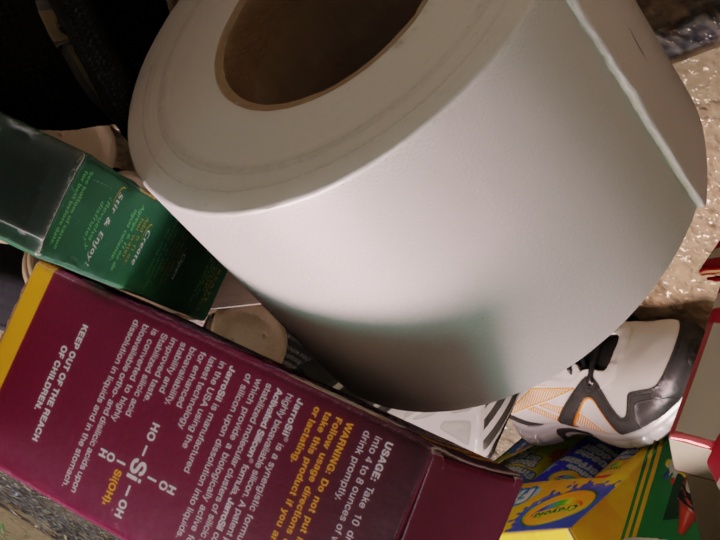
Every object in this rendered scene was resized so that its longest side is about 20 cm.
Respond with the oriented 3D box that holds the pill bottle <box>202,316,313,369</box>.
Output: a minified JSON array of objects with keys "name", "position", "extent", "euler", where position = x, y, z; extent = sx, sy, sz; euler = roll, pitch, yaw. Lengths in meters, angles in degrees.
[{"name":"pill bottle","position":[-0.057,0.065,0.915],"extent":[0.105,0.201,0.106],"euler":[21,154,11]}]

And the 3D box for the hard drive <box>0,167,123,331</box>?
[{"name":"hard drive","position":[-0.168,-0.015,0.909],"extent":[0.134,0.200,0.043],"euler":[15,116,24]}]

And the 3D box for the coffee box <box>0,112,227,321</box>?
[{"name":"coffee box","position":[-0.135,-0.032,0.605],"extent":[0.122,0.044,0.200],"euler":[25,177,15]}]

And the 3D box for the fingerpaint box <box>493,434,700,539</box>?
[{"name":"fingerpaint box","position":[0.140,0.151,0.920],"extent":[0.074,0.166,0.200],"euler":[59,149,-5]}]

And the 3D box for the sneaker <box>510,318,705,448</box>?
[{"name":"sneaker","position":[0.132,0.062,0.880],"extent":[0.080,0.074,0.200],"euler":[37,153,-18]}]

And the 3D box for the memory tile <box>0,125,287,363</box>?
[{"name":"memory tile","position":[-0.117,-0.014,0.834],"extent":[0.200,0.153,0.017],"euler":[49,147,-7]}]

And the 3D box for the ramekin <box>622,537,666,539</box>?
[{"name":"ramekin","position":[0.194,0.192,0.617],"extent":[0.199,0.099,0.201],"euler":[18,167,4]}]

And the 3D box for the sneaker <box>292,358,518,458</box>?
[{"name":"sneaker","position":[0.017,0.098,0.844],"extent":[0.076,0.200,0.116],"euler":[40,160,57]}]

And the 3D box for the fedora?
[{"name":"fedora","position":[-0.152,-0.129,0.647],"extent":[0.091,0.202,0.201],"euler":[-17,143,8]}]

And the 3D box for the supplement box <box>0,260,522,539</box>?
[{"name":"supplement box","position":[-0.049,0.079,0.596],"extent":[0.199,0.086,0.110],"euler":[23,177,27]}]

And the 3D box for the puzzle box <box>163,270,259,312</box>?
[{"name":"puzzle box","position":[0.000,0.000,0.760],"extent":[0.198,0.026,0.133],"euler":[-6,179,-1]}]

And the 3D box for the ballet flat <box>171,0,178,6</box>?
[{"name":"ballet flat","position":[-0.013,-0.092,0.741],"extent":[0.199,0.057,0.066],"euler":[33,153,-13]}]

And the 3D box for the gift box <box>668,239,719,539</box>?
[{"name":"gift box","position":[0.248,0.070,0.645],"extent":[0.183,0.201,0.187],"euler":[8,148,24]}]

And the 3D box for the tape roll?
[{"name":"tape roll","position":[0.023,-0.063,0.593],"extent":[0.202,0.204,0.139],"euler":[2,146,42]}]
